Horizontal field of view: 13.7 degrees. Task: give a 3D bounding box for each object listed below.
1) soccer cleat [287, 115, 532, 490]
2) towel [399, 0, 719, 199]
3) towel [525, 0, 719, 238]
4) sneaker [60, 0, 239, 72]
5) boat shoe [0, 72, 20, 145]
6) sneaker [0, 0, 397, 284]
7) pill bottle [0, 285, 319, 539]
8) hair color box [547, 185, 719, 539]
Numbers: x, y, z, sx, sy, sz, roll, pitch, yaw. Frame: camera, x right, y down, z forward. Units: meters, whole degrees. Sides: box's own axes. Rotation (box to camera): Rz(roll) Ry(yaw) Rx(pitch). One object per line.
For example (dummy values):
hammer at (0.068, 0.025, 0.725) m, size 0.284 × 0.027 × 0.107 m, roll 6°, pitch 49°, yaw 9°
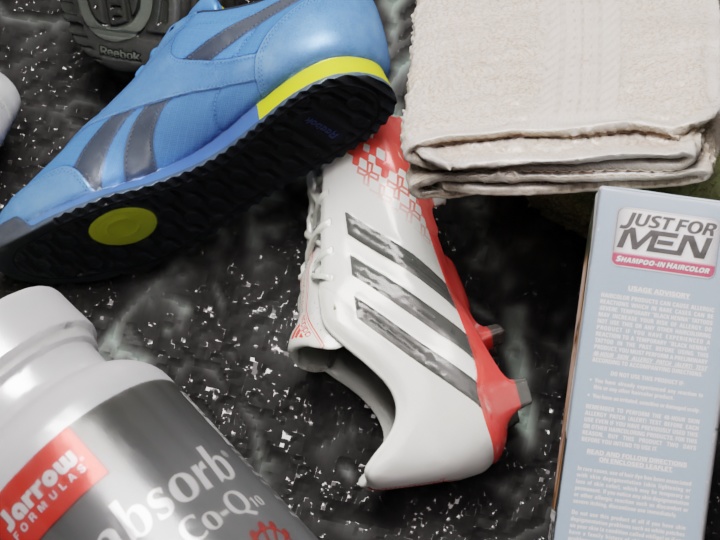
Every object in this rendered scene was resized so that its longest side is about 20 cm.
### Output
soccer cleat at (0.000, 0.000, 1.266) m, size 0.085 × 0.069 × 0.201 m, roll -20°, pitch 73°, yaw -14°
towel at (0.085, -0.099, 1.251) m, size 0.132 × 0.035 × 0.201 m, roll -3°, pitch 37°, yaw 5°
towel at (0.180, -0.052, 1.274) m, size 0.199 × 0.037 × 0.149 m, roll 21°, pitch 72°, yaw 31°
sneaker at (-0.094, -0.188, 1.313) m, size 0.076 × 0.091 × 0.201 m, roll -1°, pitch 93°, yaw 29°
boat shoe at (-0.241, -0.097, 1.308) m, size 0.199 × 0.072 × 0.069 m, roll 20°, pitch 41°, yaw 18°
sneaker at (-0.076, -0.063, 1.267) m, size 0.199 × 0.066 × 0.079 m, roll -29°, pitch 59°, yaw 19°
pill bottle at (-0.092, 0.109, 1.189) m, size 0.116 × 0.116 × 0.200 m, roll -39°, pitch 73°, yaw -16°
hair color box at (0.108, 0.073, 1.183) m, size 0.060 × 0.099 × 0.201 m, roll 8°, pitch 87°, yaw 3°
